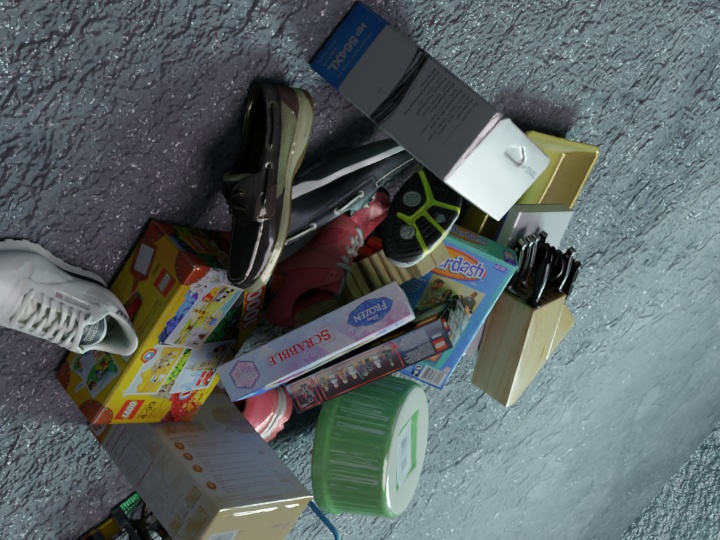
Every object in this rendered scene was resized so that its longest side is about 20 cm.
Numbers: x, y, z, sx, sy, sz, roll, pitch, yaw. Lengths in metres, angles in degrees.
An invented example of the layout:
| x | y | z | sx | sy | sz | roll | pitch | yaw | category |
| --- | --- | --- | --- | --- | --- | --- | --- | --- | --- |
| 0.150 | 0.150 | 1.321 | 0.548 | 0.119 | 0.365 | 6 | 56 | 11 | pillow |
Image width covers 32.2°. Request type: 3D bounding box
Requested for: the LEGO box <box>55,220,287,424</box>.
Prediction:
| x | y | z | sx | sy | sz | roll | pitch | yaw | category |
| --- | --- | --- | --- | --- | --- | --- | --- | --- | --- |
| -0.190 | 0.056 | 1.267 | 0.149 | 0.077 | 0.200 | 7 | 122 | -55 | LEGO box |

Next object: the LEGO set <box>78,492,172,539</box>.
| x | y | z | sx | sy | sz | roll | pitch | yaw | category |
| --- | --- | --- | --- | --- | --- | --- | --- | --- | --- |
| -0.267 | 0.364 | 1.518 | 0.200 | 0.116 | 0.154 | -33 | 149 | -21 | LEGO set |

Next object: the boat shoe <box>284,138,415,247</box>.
| x | y | z | sx | sy | sz | roll | pitch | yaw | category |
| --- | --- | --- | --- | --- | --- | --- | --- | --- | --- |
| -0.023 | -0.082 | 1.297 | 0.200 | 0.076 | 0.060 | -25 | 106 | -17 | boat shoe |

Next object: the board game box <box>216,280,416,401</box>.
| x | y | z | sx | sy | sz | roll | pitch | yaw | category |
| --- | --- | --- | --- | --- | --- | --- | --- | --- | --- |
| -0.039 | 0.075 | 1.320 | 0.199 | 0.041 | 0.200 | -26 | 176 | 3 | board game box |

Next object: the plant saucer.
| x | y | z | sx | sy | sz | roll | pitch | yaw | category |
| --- | --- | --- | --- | --- | --- | --- | --- | --- | --- |
| 0.203 | -0.088 | 1.595 | 0.200 | 0.048 | 0.200 | 3 | 116 | -53 | plant saucer |

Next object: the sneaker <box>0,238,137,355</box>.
| x | y | z | sx | sy | sz | roll | pitch | yaw | category |
| --- | --- | --- | --- | --- | --- | --- | --- | --- | --- |
| -0.280 | 0.031 | 1.120 | 0.076 | 0.081 | 0.200 | -51 | 149 | 14 | sneaker |

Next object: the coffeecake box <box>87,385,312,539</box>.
| x | y | z | sx | sy | sz | roll | pitch | yaw | category |
| --- | --- | --- | --- | --- | --- | --- | --- | --- | --- |
| -0.174 | 0.207 | 1.354 | 0.153 | 0.200 | 0.073 | 5 | 124 | -53 | coffeecake box |

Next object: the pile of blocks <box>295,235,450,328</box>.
| x | y | z | sx | sy | sz | roll | pitch | yaw | category |
| --- | --- | --- | --- | --- | --- | --- | --- | --- | --- |
| 0.000 | 0.000 | 1.432 | 0.200 | 0.062 | 0.082 | -26 | -171 | 7 | pile of blocks |

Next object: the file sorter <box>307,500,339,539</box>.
| x | y | z | sx | sy | sz | roll | pitch | yaw | category |
| --- | --- | --- | --- | --- | --- | --- | --- | --- | --- |
| -0.108 | 0.355 | 1.645 | 0.139 | 0.123 | 0.200 | -41 | 172 | -7 | file sorter |

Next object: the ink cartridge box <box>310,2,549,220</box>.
| x | y | z | sx | sy | sz | roll | pitch | yaw | category |
| --- | --- | --- | --- | --- | --- | --- | --- | --- | --- |
| 0.069 | -0.152 | 1.207 | 0.084 | 0.200 | 0.146 | -50 | 150 | 8 | ink cartridge box |

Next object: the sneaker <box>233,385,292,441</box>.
| x | y | z | sx | sy | sz | roll | pitch | yaw | category |
| --- | --- | --- | --- | --- | --- | --- | --- | --- | --- |
| -0.167 | 0.212 | 1.503 | 0.087 | 0.074 | 0.200 | 37 | 81 | -49 | sneaker |

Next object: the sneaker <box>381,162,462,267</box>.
| x | y | z | sx | sy | sz | roll | pitch | yaw | category |
| --- | --- | --- | --- | --- | --- | --- | --- | --- | --- |
| 0.082 | -0.077 | 1.386 | 0.076 | 0.075 | 0.200 | 91 | 23 | -57 | sneaker |

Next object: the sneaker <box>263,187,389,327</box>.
| x | y | z | sx | sy | sz | roll | pitch | yaw | category |
| --- | --- | --- | --- | --- | --- | --- | --- | --- | --- |
| -0.035 | -0.010 | 1.357 | 0.200 | 0.087 | 0.074 | -39 | 151 | -12 | sneaker |

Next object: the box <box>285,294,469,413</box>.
| x | y | z | sx | sy | sz | roll | pitch | yaw | category |
| --- | --- | --- | --- | --- | --- | --- | --- | --- | --- |
| 0.022 | 0.095 | 1.453 | 0.200 | 0.040 | 0.137 | -24 | -175 | 15 | box |

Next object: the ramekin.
| x | y | z | sx | sy | sz | roll | pitch | yaw | category |
| --- | --- | --- | --- | --- | --- | --- | --- | --- | --- |
| 0.018 | 0.227 | 1.633 | 0.200 | 0.098 | 0.200 | 8 | 90 | -71 | ramekin |

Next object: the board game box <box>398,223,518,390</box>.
| x | y | z | sx | sy | sz | roll | pitch | yaw | category |
| --- | --- | --- | --- | --- | --- | --- | --- | --- | --- |
| 0.078 | 0.034 | 1.523 | 0.200 | 0.152 | 0.045 | -60 | -168 | 27 | board game box |

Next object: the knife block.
| x | y | z | sx | sy | sz | roll | pitch | yaw | category |
| --- | --- | --- | --- | --- | --- | --- | --- | --- | --- |
| 0.199 | 0.054 | 1.562 | 0.200 | 0.064 | 0.176 | -52 | 147 | -6 | knife block |

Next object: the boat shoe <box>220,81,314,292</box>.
| x | y | z | sx | sy | sz | roll | pitch | yaw | category |
| --- | --- | --- | --- | --- | --- | --- | --- | --- | --- |
| -0.101 | -0.082 | 1.182 | 0.066 | 0.072 | 0.201 | 14 | 91 | -36 | boat shoe |

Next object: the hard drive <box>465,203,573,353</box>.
| x | y | z | sx | sy | sz | roll | pitch | yaw | category |
| --- | --- | --- | --- | --- | --- | --- | --- | --- | --- |
| 0.194 | 0.009 | 1.600 | 0.132 | 0.025 | 0.200 | -4 | 121 | -51 | hard drive |
